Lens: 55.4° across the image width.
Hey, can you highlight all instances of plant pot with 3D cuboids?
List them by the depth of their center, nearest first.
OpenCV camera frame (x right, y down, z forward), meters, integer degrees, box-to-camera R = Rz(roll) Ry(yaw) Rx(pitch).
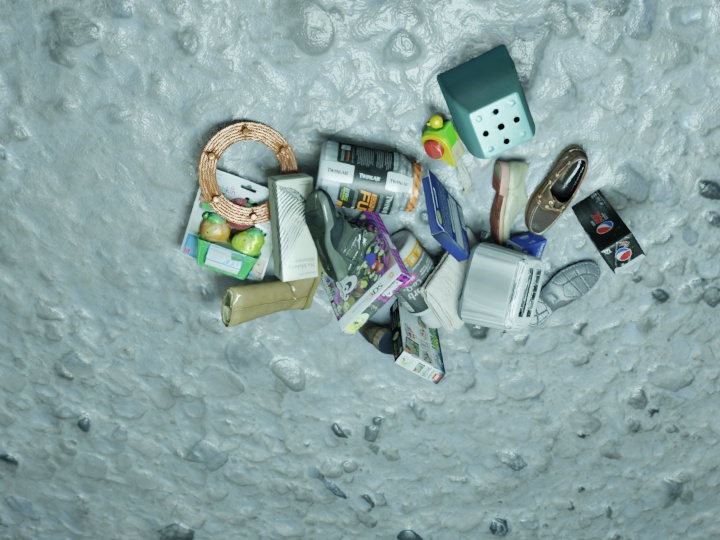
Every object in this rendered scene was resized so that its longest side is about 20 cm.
[{"bbox_3d":[0.236,-0.290,1.238,0.140,0.201,0.142,-22,118,12],"label":"plant pot"}]

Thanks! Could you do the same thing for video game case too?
[{"bbox_3d":[0.000,0.000,1.403,0.036,0.201,0.181,24,120,-41],"label":"video game case"}]

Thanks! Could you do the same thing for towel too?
[{"bbox_3d":[0.207,0.020,1.433,0.034,0.201,0.133,-1,135,49],"label":"towel"}]

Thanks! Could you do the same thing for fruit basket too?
[{"bbox_3d":[-0.260,-0.089,1.410,0.183,0.094,0.202,20,114,-11],"label":"fruit basket"}]

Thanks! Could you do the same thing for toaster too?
[{"bbox_3d":[0.283,0.028,1.368,0.113,0.128,0.203,6,98,-51],"label":"toaster"}]

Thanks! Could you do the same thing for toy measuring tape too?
[{"bbox_3d":[0.167,-0.229,1.360,0.073,0.074,0.201,-20,135,11],"label":"toy measuring tape"}]

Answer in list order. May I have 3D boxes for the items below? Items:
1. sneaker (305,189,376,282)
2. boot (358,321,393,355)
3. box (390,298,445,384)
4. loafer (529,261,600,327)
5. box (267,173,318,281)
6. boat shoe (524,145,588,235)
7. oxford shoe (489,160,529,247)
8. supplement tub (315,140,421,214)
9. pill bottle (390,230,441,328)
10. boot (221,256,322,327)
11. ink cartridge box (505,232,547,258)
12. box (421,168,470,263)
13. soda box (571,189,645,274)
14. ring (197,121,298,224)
[{"bbox_3d":[-0.038,-0.086,1.332,0.114,0.076,0.201,-37,128,-25],"label":"sneaker"},{"bbox_3d":[0.079,0.161,1.575,0.199,0.097,0.075,30,90,-45],"label":"boot"},{"bbox_3d":[0.121,0.149,1.483,0.109,0.201,0.035,29,116,-16],"label":"box"},{"bbox_3d":[0.437,0.048,1.518,0.199,0.063,0.072,-39,85,9],"label":"loafer"},{"bbox_3d":[-0.133,-0.086,1.358,0.081,0.068,0.203,-10,107,-21],"label":"box"},{"bbox_3d":[0.396,-0.154,1.391,0.069,0.071,0.202,15,119,-10],"label":"boat shoe"},{"bbox_3d":[0.309,-0.127,1.407,0.073,0.071,0.202,-5,122,-6],"label":"oxford shoe"},{"bbox_3d":[0.014,-0.178,1.343,0.197,0.123,0.124,9,119,-5],"label":"supplement tub"},{"bbox_3d":[0.121,0.022,1.460,0.116,0.117,0.200,-35,114,18],"label":"pill bottle"},{"bbox_3d":[-0.184,0.032,1.438,0.198,0.066,0.177,-9,126,-33],"label":"boot"},{"bbox_3d":[0.330,0.021,1.475,0.093,0.044,0.202,-16,129,-41],"label":"ink cartridge box"},{"bbox_3d":[0.164,-0.103,1.335,0.032,0.123,0.200,-16,154,21],"label":"box"},{"bbox_3d":[0.486,-0.079,1.357,0.070,0.201,0.063,-34,114,17],"label":"soda box"},{"bbox_3d":[-0.219,-0.190,1.352,0.197,0.019,0.204,-4,104,-17],"label":"ring"}]
